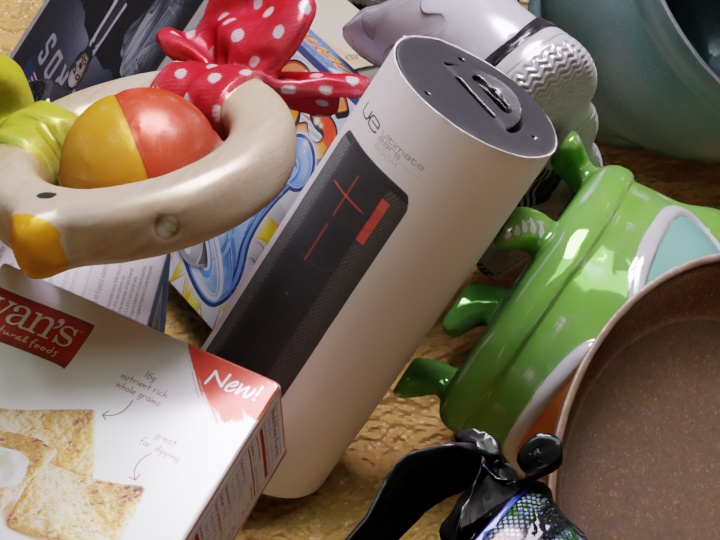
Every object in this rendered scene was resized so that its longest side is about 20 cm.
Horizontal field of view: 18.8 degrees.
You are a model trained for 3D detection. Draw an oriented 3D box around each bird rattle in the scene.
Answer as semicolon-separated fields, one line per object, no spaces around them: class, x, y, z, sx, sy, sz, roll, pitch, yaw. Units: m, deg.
bird rattle;-0.087;-0.048;0.890;0.199;0.113;0.163;-8;30;-13

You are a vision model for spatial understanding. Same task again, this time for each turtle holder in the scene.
turtle holder;0.111;0.030;0.986;0.131;0.141;0.186;34;11;4

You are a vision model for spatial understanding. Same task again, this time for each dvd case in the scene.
dvd case;-0.119;-0.110;1.064;0.025;0.200;0.151;21;28;-34

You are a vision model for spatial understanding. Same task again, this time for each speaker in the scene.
speaker;0.000;0.000;0.922;0.081;0.200;0.081;26;28;-15

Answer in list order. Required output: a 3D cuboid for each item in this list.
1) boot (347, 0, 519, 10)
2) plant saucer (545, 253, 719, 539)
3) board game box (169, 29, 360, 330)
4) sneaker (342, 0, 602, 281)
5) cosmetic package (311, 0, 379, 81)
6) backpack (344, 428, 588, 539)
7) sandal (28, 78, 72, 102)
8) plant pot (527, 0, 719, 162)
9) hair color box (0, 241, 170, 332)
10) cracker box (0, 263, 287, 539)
boot;0.035;-0.204;1.207;0.073;0.151;0.200;28;-4;-39
plant saucer;0.147;0.093;0.887;0.200;0.201;0.037;-21;9;-31
board game box;-0.061;-0.060;1.052;0.034;0.136;0.200;14;24;-48
sneaker;0.055;-0.080;1.036;0.075;0.200;0.115;-35;67;-13
cosmetic package;-0.071;-0.126;1.174;0.105;0.071;0.200;-16;44;-37
backpack;0.018;0.187;0.733;0.154;0.200;0.190;41;51;17
sandal;-0.172;-0.054;1.040;0.045;0.075;0.200;28;-9;-25
plant pot;0.174;-0.141;1.158;0.200;0.134;0.201;16;62;-33
hair color box;-0.193;0.023;0.985;0.199;0.061;0.099;9;39;0
cracker box;-0.133;0.107;0.847;0.134;0.058;0.200;22;58;16
